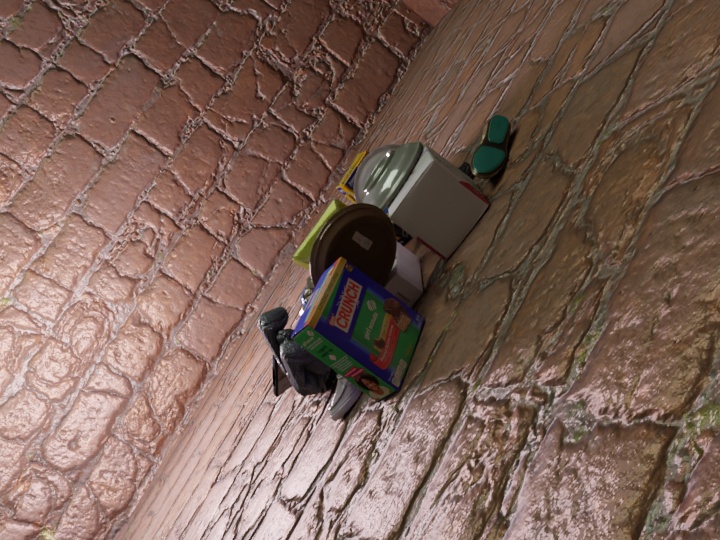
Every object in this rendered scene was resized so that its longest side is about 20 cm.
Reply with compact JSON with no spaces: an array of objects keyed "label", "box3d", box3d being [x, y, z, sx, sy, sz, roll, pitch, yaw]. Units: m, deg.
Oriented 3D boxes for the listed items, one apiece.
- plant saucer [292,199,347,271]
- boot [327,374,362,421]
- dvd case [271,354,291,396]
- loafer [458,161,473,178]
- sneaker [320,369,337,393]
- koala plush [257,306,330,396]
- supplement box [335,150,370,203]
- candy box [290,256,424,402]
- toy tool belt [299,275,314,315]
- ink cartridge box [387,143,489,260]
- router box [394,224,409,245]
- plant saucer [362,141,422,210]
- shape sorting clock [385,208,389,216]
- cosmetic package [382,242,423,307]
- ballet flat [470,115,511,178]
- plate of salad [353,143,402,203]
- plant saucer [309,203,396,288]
[{"label":"plant saucer","box3d":[-0.043,-0.052,2.124,0.201,0.199,0.048,-53,30,12]},{"label":"boot","box3d":[-0.027,0.183,1.580,0.202,0.095,0.074,-56,11,-4]},{"label":"dvd case","box3d":[-0.141,0.205,1.866,0.142,0.018,0.201,-35,-23,-23]},{"label":"loafer","box3d":[0.173,-0.161,1.807,0.201,0.063,0.072,-53,13,12]},{"label":"sneaker","box3d":[-0.068,0.179,1.826,0.202,0.078,0.090,-59,8,-16]},{"label":"koala plush","box3d":[-0.079,0.145,1.705,0.198,0.186,0.177,-33,39,-14]},{"label":"supplement box","box3d":[0.053,-0.196,2.067,0.110,0.199,0.109,-56,11,-5]},{"label":"candy box","box3d":[-0.001,0.102,1.437,0.077,0.199,0.170,-42,17,47]},{"label":"toy tool belt","box3d":[-0.110,0.083,2.065,0.123,0.125,0.200,-42,-6,-12]},{"label":"ink cartridge box","box3d":[0.149,-0.143,1.646,0.145,0.144,0.200,-53,11,15]},{"label":"router box","box3d":[0.010,-0.071,2.009,0.200,0.147,0.052,-41,40,53]},{"label":"plant saucer","box3d":[0.053,-0.194,1.705,0.201,0.050,0.200,-54,10,14]},{"label":"shape sorting clock","box3d":[0.091,-0.193,1.872,0.198,0.039,0.202,-30,40,29]},{"label":"cosmetic package","box3d":[0.071,0.025,1.687,0.102,0.074,0.200,-51,13,16]},{"label":"ballet flat","box3d":[0.267,-0.235,1.669,0.066,0.069,0.201,96,-163,-48]},{"label":"plate of salad","box3d":[0.077,-0.206,1.992,0.201,0.199,0.048,-54,19,4]},{"label":"plant saucer","box3d":[-0.006,-0.026,1.547,0.029,0.199,0.202,30,84,49]}]
